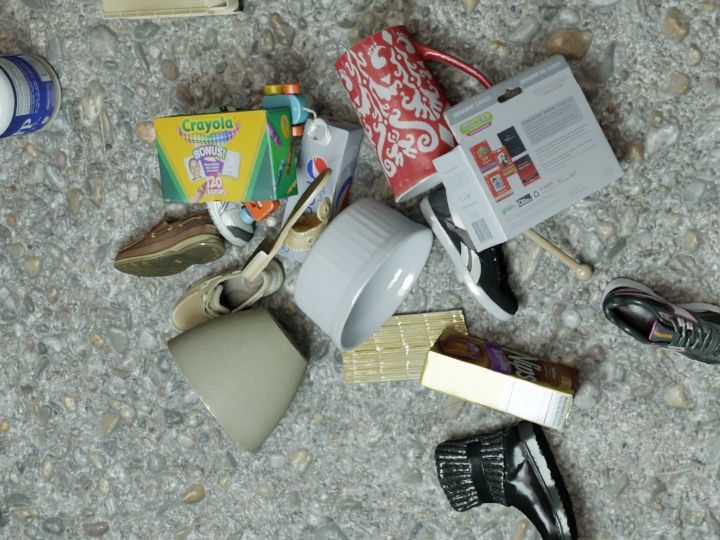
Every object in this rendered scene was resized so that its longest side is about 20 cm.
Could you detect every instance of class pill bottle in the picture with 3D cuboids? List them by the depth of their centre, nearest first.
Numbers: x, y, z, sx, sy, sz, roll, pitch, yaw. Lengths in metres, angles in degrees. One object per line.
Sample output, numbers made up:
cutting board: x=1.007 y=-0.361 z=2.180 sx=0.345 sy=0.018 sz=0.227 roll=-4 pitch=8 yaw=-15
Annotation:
pill bottle: x=-0.537 y=-0.251 z=1.848 sx=0.119 sy=0.200 sz=0.121 roll=5 pitch=103 yaw=20

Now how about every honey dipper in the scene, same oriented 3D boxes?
honey dipper: x=0.225 y=-0.045 z=1.663 sx=0.199 sy=0.038 sz=0.038 roll=35 pitch=113 yaw=-17

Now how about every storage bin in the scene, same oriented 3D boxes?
storage bin: x=-0.263 y=-0.454 z=1.761 sx=0.197 sy=0.094 sz=0.202 roll=1 pitch=102 yaw=19

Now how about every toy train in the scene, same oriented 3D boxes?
toy train: x=-0.112 y=-0.164 z=1.739 sx=0.200 sy=0.055 sz=0.151 roll=-45 pitch=76 yaw=32

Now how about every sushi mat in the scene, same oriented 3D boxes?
sushi mat: x=0.061 y=0.110 z=1.804 sx=0.198 sy=0.012 sz=0.097 roll=-6 pitch=98 yaw=21

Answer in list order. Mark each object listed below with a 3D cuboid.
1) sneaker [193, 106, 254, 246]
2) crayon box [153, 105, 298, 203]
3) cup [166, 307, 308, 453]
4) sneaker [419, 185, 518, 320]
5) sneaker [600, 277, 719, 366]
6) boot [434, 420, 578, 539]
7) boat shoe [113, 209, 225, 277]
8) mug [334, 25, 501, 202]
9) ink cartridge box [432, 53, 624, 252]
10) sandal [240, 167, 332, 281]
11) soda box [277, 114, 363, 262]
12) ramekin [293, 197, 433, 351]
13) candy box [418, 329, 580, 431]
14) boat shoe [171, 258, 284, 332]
sneaker: x=-0.179 y=-0.136 z=1.808 sx=0.087 sy=0.076 sz=0.202 roll=-15 pitch=100 yaw=15
crayon box: x=-0.183 y=-0.155 z=1.718 sx=0.198 sy=0.058 sz=0.120 roll=0 pitch=101 yaw=33
cup: x=-0.159 y=0.137 z=1.815 sx=0.143 sy=0.200 sz=0.201 roll=-38 pitch=87 yaw=-2
sneaker: x=0.175 y=-0.040 z=1.697 sx=0.112 sy=0.073 sz=0.201 roll=-36 pitch=88 yaw=22
sneaker: x=0.398 y=0.078 z=1.632 sx=0.198 sy=0.086 sz=0.081 roll=17 pitch=109 yaw=16
boot: x=0.203 y=0.317 z=1.758 sx=0.157 sy=0.079 sz=0.213 roll=-22 pitch=83 yaw=16
boat shoe: x=-0.280 y=-0.039 z=1.878 sx=0.199 sy=0.072 sz=0.068 roll=-15 pitch=63 yaw=30
mug: x=0.075 y=-0.218 z=1.687 sx=0.201 sy=0.177 sz=0.133 roll=61 pitch=157 yaw=4
ink cartridge box: x=0.202 y=-0.149 z=1.597 sx=0.177 sy=0.199 sz=0.084 roll=63 pitch=157 yaw=-1
sandal: x=-0.077 y=-0.048 z=1.731 sx=0.069 sy=0.078 sz=0.212 roll=37 pitch=120 yaw=-11
soda box: x=-0.056 y=-0.111 z=1.773 sx=0.068 sy=0.063 sz=0.202 roll=19 pitch=107 yaw=17
ramekin: x=0.000 y=0.000 z=1.709 sx=0.097 sy=0.200 sz=0.201 roll=37 pitch=112 yaw=18
candy box: x=0.188 y=0.143 z=1.700 sx=0.198 sy=0.117 sz=0.057 roll=18 pitch=106 yaw=10
boat shoe: x=-0.205 y=0.040 z=1.860 sx=0.199 sy=0.065 sz=0.073 roll=-25 pitch=92 yaw=23
